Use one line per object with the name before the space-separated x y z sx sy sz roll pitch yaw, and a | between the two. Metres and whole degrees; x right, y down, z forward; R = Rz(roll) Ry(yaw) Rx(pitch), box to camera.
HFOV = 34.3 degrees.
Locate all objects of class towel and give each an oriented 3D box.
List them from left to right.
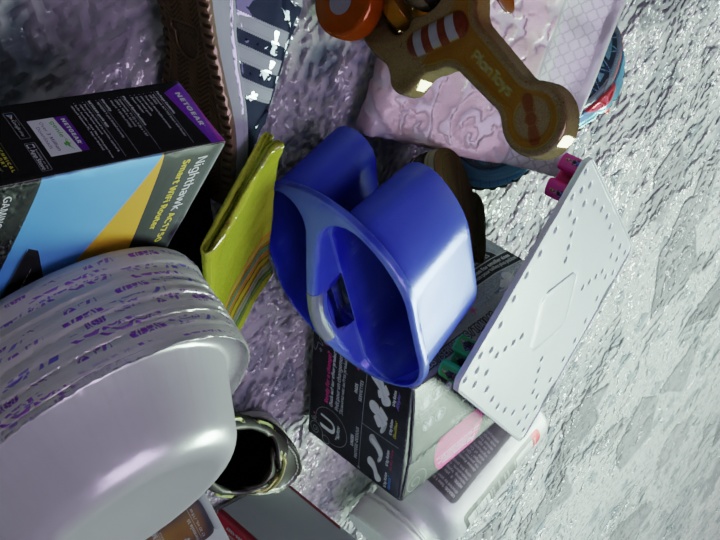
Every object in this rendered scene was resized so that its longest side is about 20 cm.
towel | -0.075 -0.005 0.737 0.200 0.018 0.087 106 8 -67
towel | 0.108 -0.176 0.857 0.189 0.032 0.202 10 109 -32

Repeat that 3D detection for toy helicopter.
toy helicopter | 0.072 -0.153 0.726 0.133 0.201 0.078 -49 153 23

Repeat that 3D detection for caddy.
caddy | 0.000 0.000 0.822 0.105 0.140 0.201 -46 147 -23

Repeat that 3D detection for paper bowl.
paper bowl | -0.146 0.089 0.621 0.199 0.105 0.201 -33 163 -12

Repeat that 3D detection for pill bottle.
pill bottle | 0.083 0.191 1.141 0.200 0.110 0.111 -47 148 -17

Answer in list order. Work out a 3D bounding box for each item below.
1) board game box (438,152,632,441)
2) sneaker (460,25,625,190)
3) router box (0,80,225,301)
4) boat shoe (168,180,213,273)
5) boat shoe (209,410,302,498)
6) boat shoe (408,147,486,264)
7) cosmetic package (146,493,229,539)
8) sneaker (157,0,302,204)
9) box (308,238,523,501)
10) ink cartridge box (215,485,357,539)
board game box | 0.147 0.028 0.946 0.202 0.026 0.200 -59 151 -5
sneaker | 0.150 -0.155 0.955 0.200 0.079 0.096 -45 145 -20
router box | -0.173 -0.002 0.599 0.148 0.051 0.201 -20 154 -46
boat shoe | -0.120 -0.010 0.719 0.074 0.062 0.202 -38 146 -31
boat shoe | -0.093 0.144 0.896 0.072 0.060 0.201 -55 149 -2
boat shoe | 0.057 -0.041 0.905 0.200 0.064 0.074 45 42 -70
cosmetic package | -0.157 0.203 0.755 0.150 0.051 0.202 -32 99 -33
sneaker | -0.060 -0.139 0.679 0.108 0.070 0.202 -32 138 -33
box | 0.060 0.071 0.997 0.199 0.114 0.134 -33 141 -38
ink cartridge box | -0.068 0.307 0.998 0.082 0.145 0.202 -19 134 -48
